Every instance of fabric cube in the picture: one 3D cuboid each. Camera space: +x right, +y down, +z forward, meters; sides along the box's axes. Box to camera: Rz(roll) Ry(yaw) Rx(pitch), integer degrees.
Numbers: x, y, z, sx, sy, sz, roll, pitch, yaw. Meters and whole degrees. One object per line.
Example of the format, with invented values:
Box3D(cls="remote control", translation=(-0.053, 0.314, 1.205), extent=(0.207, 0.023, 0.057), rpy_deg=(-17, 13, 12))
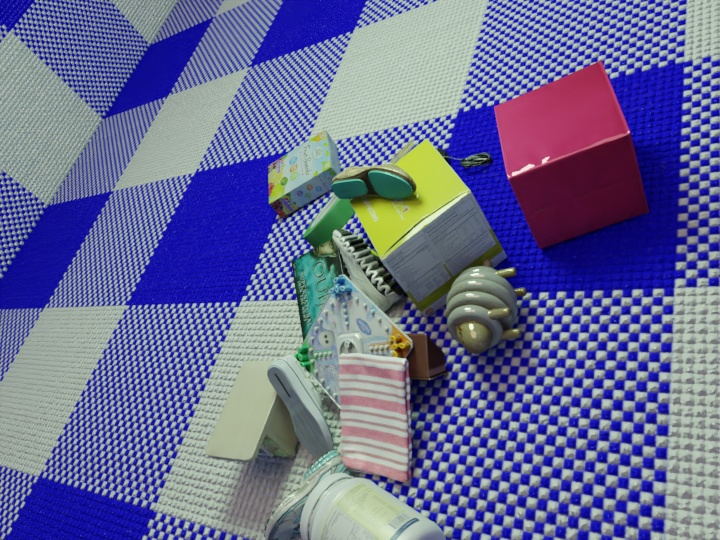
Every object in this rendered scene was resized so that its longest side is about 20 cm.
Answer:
Box3D(cls="fabric cube", translation=(0.367, -0.197, 1.088), extent=(0.195, 0.201, 0.200), rpy_deg=(-19, 46, 21))

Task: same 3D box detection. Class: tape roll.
Box3D(cls="tape roll", translation=(-0.052, -0.137, 1.410), extent=(0.201, 0.048, 0.201), rpy_deg=(-48, 12, 13))

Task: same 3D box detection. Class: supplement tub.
Box3D(cls="supplement tub", translation=(0.016, 0.404, 0.920), extent=(0.197, 0.145, 0.147), rpy_deg=(16, 67, 44))

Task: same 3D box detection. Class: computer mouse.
Box3D(cls="computer mouse", translation=(0.203, -0.243, 1.384), extent=(0.196, 0.035, 0.059), rpy_deg=(11, 47, 37))

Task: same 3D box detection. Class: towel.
Box3D(cls="towel", translation=(0.021, 0.247, 1.057), extent=(0.143, 0.030, 0.207), rpy_deg=(-2, 89, 36))

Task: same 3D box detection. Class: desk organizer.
Box3D(cls="desk organizer", translation=(0.055, 0.150, 1.125), extent=(0.196, 0.071, 0.080), rpy_deg=(-4, 90, 36))

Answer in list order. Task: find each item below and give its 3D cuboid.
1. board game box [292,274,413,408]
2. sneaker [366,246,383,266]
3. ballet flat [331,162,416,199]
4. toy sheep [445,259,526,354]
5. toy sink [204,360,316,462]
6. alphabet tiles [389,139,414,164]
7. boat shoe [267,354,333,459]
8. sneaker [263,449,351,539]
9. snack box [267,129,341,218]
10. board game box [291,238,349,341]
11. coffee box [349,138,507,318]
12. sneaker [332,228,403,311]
Box3D(cls="board game box", translation=(-0.023, 0.147, 1.124), extent=(0.199, 0.026, 0.203), rpy_deg=(42, 113, 28))
Box3D(cls="sneaker", translation=(-0.029, -0.003, 1.352), extent=(0.196, 0.073, 0.083), rpy_deg=(-8, 69, 35))
Box3D(cls="ballet flat", translation=(0.029, -0.172, 1.139), extent=(0.196, 0.071, 0.066), rpy_deg=(6, 47, 39))
Box3D(cls="toy sheep", translation=(0.211, 0.058, 1.061), extent=(0.135, 0.140, 0.202), rpy_deg=(-10, 36, 31))
Box3D(cls="toy sink", translation=(-0.188, 0.291, 1.198), extent=(0.128, 0.113, 0.204), rpy_deg=(-6, 49, 34))
Box3D(cls="alphabet tiles", translation=(0.053, -0.219, 1.418), extent=(0.200, 0.006, 0.167), rpy_deg=(-47, 10, 13))
Box3D(cls="boat shoe", translation=(-0.095, 0.246, 1.140), extent=(0.073, 0.204, 0.066), rpy_deg=(-25, 3, 37))
Box3D(cls="sneaker", translation=(-0.086, 0.409, 1.050), extent=(0.086, 0.077, 0.202), rpy_deg=(40, 97, 25))
Box3D(cls="snack box", translation=(-0.151, -0.257, 1.641), extent=(0.196, 0.068, 0.171), rpy_deg=(-27, 44, 16))
Box3D(cls="board game box", translation=(-0.078, 0.048, 1.312), extent=(0.133, 0.028, 0.205), rpy_deg=(-26, 63, 28))
Box3D(cls="coffee box", translation=(0.126, -0.081, 1.182), extent=(0.198, 0.198, 0.201), rpy_deg=(-36, 42, 7))
Box3D(cls="sneaker", translation=(0.000, 0.000, 1.264), extent=(0.081, 0.074, 0.201), rpy_deg=(-48, 70, 27))
